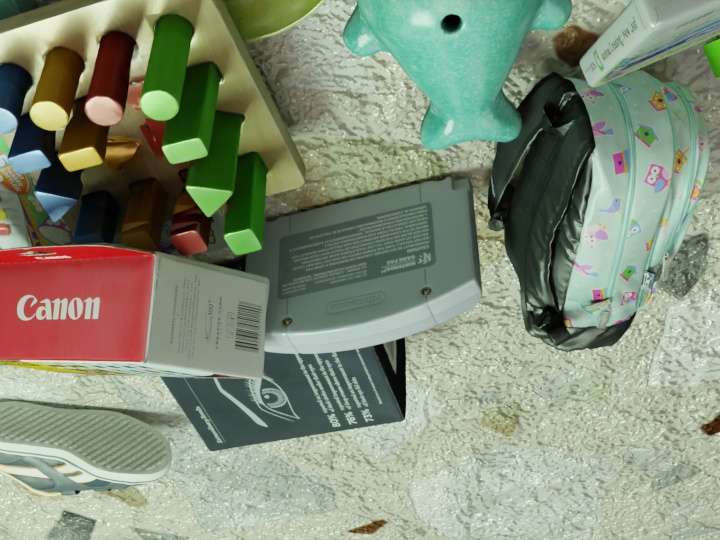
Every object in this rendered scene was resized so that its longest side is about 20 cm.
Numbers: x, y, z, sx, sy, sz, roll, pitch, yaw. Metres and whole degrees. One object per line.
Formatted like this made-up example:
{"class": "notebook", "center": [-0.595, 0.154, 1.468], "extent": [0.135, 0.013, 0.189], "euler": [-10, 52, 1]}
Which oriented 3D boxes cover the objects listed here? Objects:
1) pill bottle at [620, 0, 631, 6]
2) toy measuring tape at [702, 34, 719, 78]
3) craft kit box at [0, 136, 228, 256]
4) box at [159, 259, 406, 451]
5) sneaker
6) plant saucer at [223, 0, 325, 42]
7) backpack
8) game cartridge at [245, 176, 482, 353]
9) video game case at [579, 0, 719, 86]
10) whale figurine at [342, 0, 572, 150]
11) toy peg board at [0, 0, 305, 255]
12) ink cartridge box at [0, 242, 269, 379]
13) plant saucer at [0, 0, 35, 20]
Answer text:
{"class": "pill bottle", "center": [0.231, -0.244, 0.668], "extent": [0.115, 0.116, 0.200], "euler": [21, 134, -21]}
{"class": "toy measuring tape", "center": [0.290, -0.162, 0.740], "extent": [0.073, 0.074, 0.200], "euler": [8, 180, -8]}
{"class": "craft kit box", "center": [-0.221, -0.083, 0.909], "extent": [0.196, 0.049, 0.201], "euler": [-12, 136, 10]}
{"class": "box", "center": [-0.070, 0.070, 1.028], "extent": [0.198, 0.105, 0.149], "euler": [-9, 137, 12]}
{"class": "sneaker", "center": [-0.293, 0.193, 1.188], "extent": [0.198, 0.079, 0.080], "euler": [12, 133, 4]}
{"class": "plant saucer", "center": [-0.101, -0.239, 0.743], "extent": [0.198, 0.031, 0.201], "euler": [1, 138, 1]}
{"class": "backpack", "center": [0.178, -0.058, 0.862], "extent": [0.125, 0.168, 0.201], "euler": [-7, 136, -15]}
{"class": "game cartridge", "center": [0.000, 0.000, 0.928], "extent": [0.198, 0.134, 0.041], "euler": [-12, 137, 15]}
{"class": "video game case", "center": [0.220, -0.154, 0.586], "extent": [0.199, 0.182, 0.022], "euler": [-23, 90, 3]}
{"class": "whale figurine", "center": [0.065, -0.158, 0.765], "extent": [0.158, 0.104, 0.201], "euler": [-5, 129, 7]}
{"class": "toy peg board", "center": [-0.166, -0.085, 0.804], "extent": [0.198, 0.098, 0.201], "euler": [-13, 136, 14]}
{"class": "ink cartridge box", "center": [-0.203, 0.036, 0.882], "extent": [0.199, 0.085, 0.175], "euler": [-3, 169, 35]}
{"class": "plant saucer", "center": [-0.335, -0.187, 0.814], "extent": [0.198, 0.019, 0.070], "euler": [-4, 137, 6]}
